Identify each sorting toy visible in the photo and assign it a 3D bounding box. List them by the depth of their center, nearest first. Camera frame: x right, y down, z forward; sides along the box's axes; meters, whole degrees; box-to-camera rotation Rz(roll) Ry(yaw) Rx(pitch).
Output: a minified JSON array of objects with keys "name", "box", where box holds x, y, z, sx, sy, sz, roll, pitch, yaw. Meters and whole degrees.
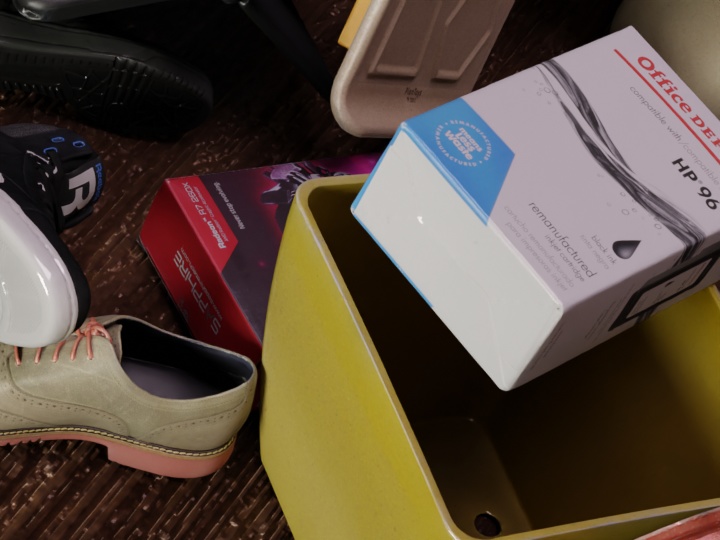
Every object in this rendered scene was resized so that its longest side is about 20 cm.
[{"name":"sorting toy","box":[0.051,-0.169,1.472,0.036,0.200,0.185,25,11,20]}]

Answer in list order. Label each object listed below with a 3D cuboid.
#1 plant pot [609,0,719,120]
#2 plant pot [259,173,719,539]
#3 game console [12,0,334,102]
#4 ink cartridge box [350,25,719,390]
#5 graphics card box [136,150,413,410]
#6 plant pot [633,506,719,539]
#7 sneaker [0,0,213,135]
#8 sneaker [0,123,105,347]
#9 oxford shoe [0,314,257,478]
[{"name":"plant pot","box":[0.266,-0.149,1.639,0.200,0.135,0.201,13,48,-15]},{"name":"plant pot","box":[0.060,0.081,1.312,0.200,0.177,0.200,-7,56,-30]},{"name":"game console","box":[-0.121,-0.174,1.490,0.175,0.117,0.200,-13,45,-15]},{"name":"ink cartridge box","box":[0.110,-0.038,1.267,0.200,0.068,0.116,-25,67,-39]},{"name":"graphics card box","box":[0.000,0.000,1.432,0.200,0.051,0.126,-7,50,-33]},{"name":"plant pot","box":[0.170,0.230,1.246,0.200,0.201,0.196,-9,66,-32]},{"name":"sneaker","box":[-0.173,-0.141,1.462,0.199,0.060,0.104,11,51,-15]},{"name":"sneaker","box":[-0.156,-0.029,1.314,0.112,0.073,0.200,-17,29,-33]},{"name":"oxford shoe","box":[-0.145,0.041,1.312,0.199,0.075,0.071,10,49,-19]}]
